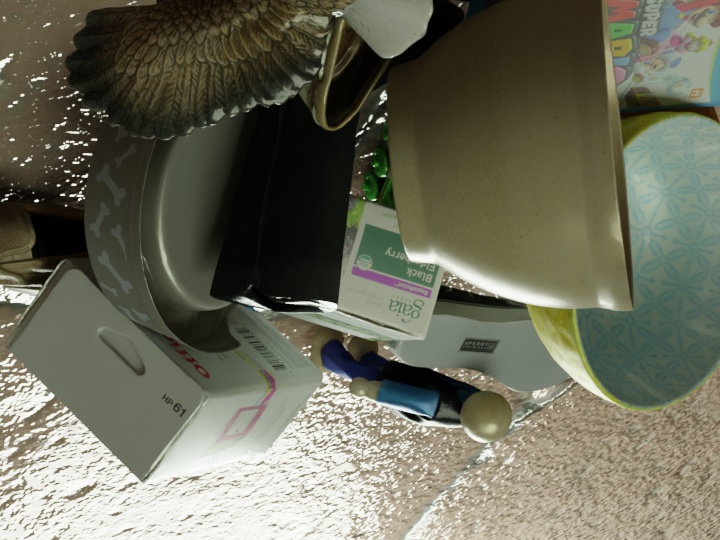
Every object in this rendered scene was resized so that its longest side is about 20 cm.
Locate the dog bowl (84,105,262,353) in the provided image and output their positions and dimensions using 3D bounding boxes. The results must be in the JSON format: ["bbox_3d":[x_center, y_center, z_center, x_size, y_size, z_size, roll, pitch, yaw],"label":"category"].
[{"bbox_3d":[-0.108,-0.047,1.657,0.059,0.200,0.200,9,164,31],"label":"dog bowl"}]

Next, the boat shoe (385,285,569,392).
[{"bbox_3d":[0.092,0.044,1.927,0.200,0.057,0.069,12,118,-41],"label":"boat shoe"}]

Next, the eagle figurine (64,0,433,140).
[{"bbox_3d":[-0.065,-0.164,1.365,0.200,0.152,0.151,-13,167,-17],"label":"eagle figurine"}]

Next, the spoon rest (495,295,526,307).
[{"bbox_3d":[0.135,0.000,1.951,0.099,0.061,0.200,1,157,-1],"label":"spoon rest"}]

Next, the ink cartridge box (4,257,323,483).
[{"bbox_3d":[-0.135,0.064,1.762,0.085,0.145,0.200,-52,164,14],"label":"ink cartridge box"}]

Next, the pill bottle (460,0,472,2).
[{"bbox_3d":[0.077,-0.262,1.499,0.106,0.106,0.200,-14,148,-13],"label":"pill bottle"}]

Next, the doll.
[{"bbox_3d":[0.042,0.094,1.955,0.136,0.200,0.048,13,97,-43],"label":"doll"}]

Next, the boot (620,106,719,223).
[{"bbox_3d":[0.172,-0.075,1.811,0.071,0.144,0.201,15,134,-44],"label":"boot"}]

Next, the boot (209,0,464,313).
[{"bbox_3d":[-0.014,-0.073,1.594,0.066,0.200,0.165,24,162,-35],"label":"boot"}]

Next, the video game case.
[{"bbox_3d":[0.158,-0.149,1.588,0.200,0.018,0.143,-6,144,-17],"label":"video game case"}]

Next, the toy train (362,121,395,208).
[{"bbox_3d":[0.029,-0.056,1.837,0.042,0.056,0.200,-8,147,-22],"label":"toy train"}]

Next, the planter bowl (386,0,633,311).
[{"bbox_3d":[0.088,-0.070,1.498,0.135,0.200,0.200,-5,150,8],"label":"planter bowl"}]

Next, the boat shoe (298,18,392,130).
[{"bbox_3d":[0.018,-0.167,1.472,0.073,0.063,0.200,-1,143,-30],"label":"boat shoe"}]

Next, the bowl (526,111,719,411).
[{"bbox_3d":[0.169,-0.014,1.689,0.200,0.108,0.200,-13,109,-43],"label":"bowl"}]

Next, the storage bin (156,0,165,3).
[{"bbox_3d":[-0.065,-0.233,1.468,0.135,0.094,0.200,-16,150,-9],"label":"storage bin"}]

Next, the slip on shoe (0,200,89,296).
[{"bbox_3d":[-0.248,-0.022,1.698,0.061,0.076,0.200,-34,151,29],"label":"slip on shoe"}]

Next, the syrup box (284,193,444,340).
[{"bbox_3d":[0.000,0.000,1.726,0.079,0.081,0.200,17,174,-9],"label":"syrup box"}]
